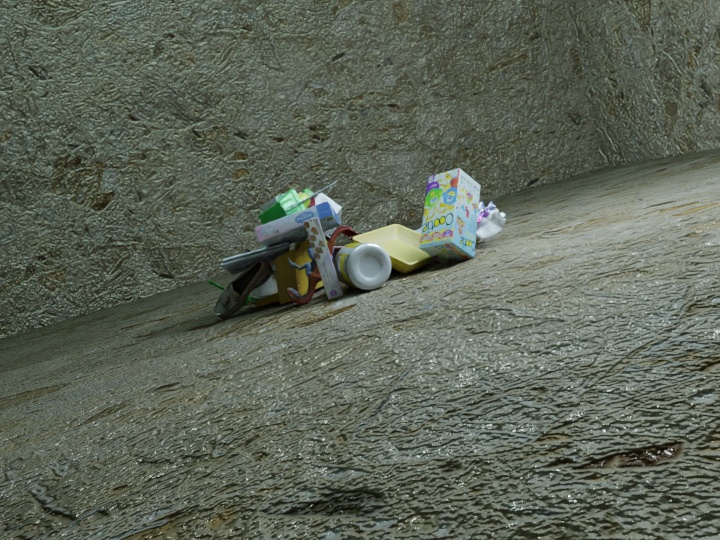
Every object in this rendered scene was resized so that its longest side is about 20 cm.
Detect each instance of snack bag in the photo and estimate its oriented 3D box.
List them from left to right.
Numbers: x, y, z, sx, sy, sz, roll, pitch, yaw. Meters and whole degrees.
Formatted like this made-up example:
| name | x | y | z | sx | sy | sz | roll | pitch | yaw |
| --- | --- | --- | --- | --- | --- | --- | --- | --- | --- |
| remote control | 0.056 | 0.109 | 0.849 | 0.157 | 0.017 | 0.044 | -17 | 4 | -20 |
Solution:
| name | x | y | z | sx | sy | sz | roll | pitch | yaw |
| --- | --- | --- | --- | --- | --- | --- | --- | --- | --- |
| snack bag | -0.279 | -0.033 | 1.713 | 0.187 | 0.022 | 0.200 | -17 | -6 | -6 |

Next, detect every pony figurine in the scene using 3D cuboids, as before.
| name | x | y | z | sx | sy | sz | roll | pitch | yaw |
| --- | --- | --- | --- | --- | --- | --- | --- | --- | --- |
| pony figurine | 0.310 | -0.130 | 1.738 | 0.200 | 0.166 | 0.194 | -28 | -25 | -52 |

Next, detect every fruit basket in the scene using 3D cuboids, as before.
| name | x | y | z | sx | sy | sz | roll | pitch | yaw |
| --- | --- | --- | --- | --- | --- | --- | --- | --- | --- |
| fruit basket | -0.185 | -0.184 | 1.748 | 0.185 | 0.094 | 0.200 | -26 | 14 | 44 |

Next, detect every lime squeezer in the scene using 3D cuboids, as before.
| name | x | y | z | sx | sy | sz | roll | pitch | yaw |
| --- | --- | --- | --- | --- | --- | --- | --- | --- | --- |
| lime squeezer | -0.363 | 0.072 | 1.891 | 0.199 | 0.071 | 0.038 | 17 | 52 | 19 |

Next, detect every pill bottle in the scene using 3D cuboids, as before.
| name | x | y | z | sx | sy | sz | roll | pitch | yaw |
| --- | --- | --- | --- | --- | --- | --- | --- | --- | --- |
| pill bottle | -0.003 | -0.013 | 1.563 | 0.111 | 0.113 | 0.200 | -17 | 7 | -14 |

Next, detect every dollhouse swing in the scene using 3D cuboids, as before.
| name | x | y | z | sx | sy | sz | roll | pitch | yaw |
| --- | --- | --- | --- | --- | --- | --- | --- | --- | --- |
| dollhouse swing | -0.199 | 0.001 | 1.748 | 0.175 | 0.183 | 0.200 | 1 | 13 | 27 |

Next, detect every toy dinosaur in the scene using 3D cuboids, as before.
| name | x | y | z | sx | sy | sz | roll | pitch | yaw |
| --- | --- | --- | --- | --- | --- | --- | --- | --- | --- |
| toy dinosaur | -0.119 | -0.010 | 1.561 | 0.104 | 0.183 | 0.200 | 18 | -25 | -26 |

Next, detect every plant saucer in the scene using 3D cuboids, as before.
| name | x | y | z | sx | sy | sz | roll | pitch | yaw |
| --- | --- | --- | --- | --- | --- | --- | --- | --- | --- |
| plant saucer | 0.109 | -0.054 | 1.669 | 0.199 | 0.049 | 0.199 | 27 | 30 | 33 |

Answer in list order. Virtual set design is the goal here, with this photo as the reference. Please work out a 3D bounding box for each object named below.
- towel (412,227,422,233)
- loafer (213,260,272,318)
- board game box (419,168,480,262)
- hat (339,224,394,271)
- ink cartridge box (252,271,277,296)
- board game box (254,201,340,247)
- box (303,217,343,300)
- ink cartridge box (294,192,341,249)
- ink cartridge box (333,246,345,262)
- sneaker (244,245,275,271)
| name | x | y | z | sx | sy | sz | roll | pitch | yaw |
| --- | --- | --- | --- | --- | --- | --- | --- | --- | --- |
| towel | 0.210 | -0.095 | 1.899 | 0.165 | 0.086 | 0.199 | -21 | 8 | -35 |
| loafer | -0.326 | 0.045 | 1.697 | 0.200 | 0.072 | 0.063 | -44 | -21 | -4 |
| board game box | 0.228 | -0.136 | 1.587 | 0.103 | 0.202 | 0.105 | -9 | -26 | 41 |
| hat | 0.018 | -0.089 | 1.746 | 0.198 | 0.177 | 0.166 | -15 | 18 | -6 |
| ink cartridge box | -0.231 | 0.026 | 1.923 | 0.199 | 0.068 | 0.116 | -11 | 5 | -22 |
| board game box | -0.159 | -0.115 | 1.645 | 0.198 | 0.044 | 0.200 | -21 | -5 | 2 |
| box | -0.090 | -0.030 | 1.517 | 0.038 | 0.201 | 0.041 | -18 | 6 | -1 |
| ink cartridge box | -0.132 | -0.127 | 1.913 | 0.146 | 0.083 | 0.200 | -53 | -7 | -15 |
| ink cartridge box | -0.063 | -0.043 | 1.957 | 0.108 | 0.051 | 0.200 | -1 | -3 | 3 |
| sneaker | -0.256 | -0.040 | 1.868 | 0.198 | 0.081 | 0.071 | -8 | 7 | 9 |
